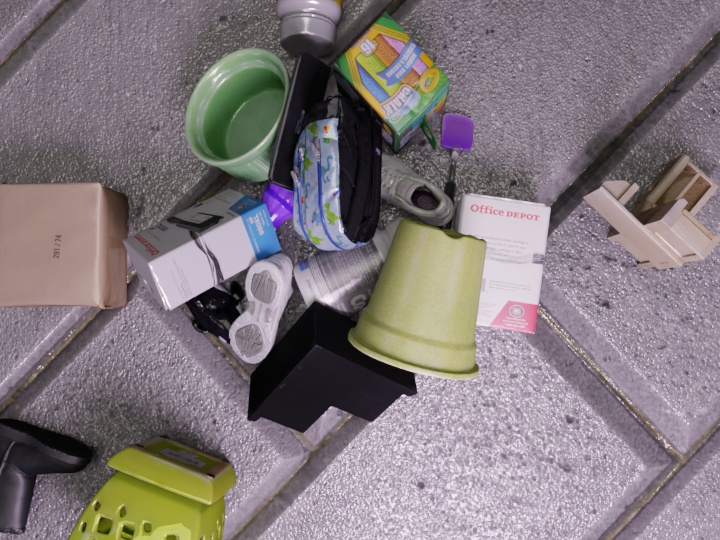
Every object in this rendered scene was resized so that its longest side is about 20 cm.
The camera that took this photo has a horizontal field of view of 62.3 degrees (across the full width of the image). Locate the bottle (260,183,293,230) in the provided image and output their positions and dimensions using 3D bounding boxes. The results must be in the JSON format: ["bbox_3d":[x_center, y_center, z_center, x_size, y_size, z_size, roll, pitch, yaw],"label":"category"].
[{"bbox_3d":[-0.108,-0.154,1.006,0.083,0.065,0.202,36,89,5],"label":"bottle"}]

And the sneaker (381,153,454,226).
[{"bbox_3d":[0.066,-0.145,0.978,0.197,0.099,0.076,29,94,12],"label":"sneaker"}]

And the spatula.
[{"bbox_3d":[0.157,-0.166,1.016,0.055,0.021,0.206,7,91,3],"label":"spatula"}]

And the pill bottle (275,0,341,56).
[{"bbox_3d":[-0.085,-0.477,1.001,0.111,0.114,0.206,1,87,2],"label":"pill bottle"}]

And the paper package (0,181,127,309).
[{"bbox_3d":[-0.497,-0.038,0.998,0.185,0.103,0.206,0,87,2],"label":"paper package"}]

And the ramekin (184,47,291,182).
[{"bbox_3d":[-0.178,-0.245,0.969,0.195,0.097,0.205,-8,70,22],"label":"ramekin"}]

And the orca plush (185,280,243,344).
[{"bbox_3d":[-0.257,0.038,0.998,0.103,0.071,0.204,-23,86,1],"label":"orca plush"}]

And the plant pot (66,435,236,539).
[{"bbox_3d":[-0.307,0.375,0.924,0.196,0.199,0.185,19,82,4],"label":"plant pot"}]

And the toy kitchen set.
[{"bbox_3d":[0.465,-0.127,0.912,0.163,0.200,0.181,42,89,4],"label":"toy kitchen set"}]

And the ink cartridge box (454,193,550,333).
[{"bbox_3d":[0.219,-0.011,0.974,0.141,0.084,0.206,8,88,3],"label":"ink cartridge box"}]

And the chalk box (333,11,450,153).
[{"bbox_3d":[0.067,-0.287,0.979,0.124,0.125,0.200,-43,87,0],"label":"chalk box"}]

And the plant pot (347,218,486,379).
[{"bbox_3d":[0.097,0.031,0.855,0.195,0.200,0.189,15,97,3],"label":"plant pot"}]

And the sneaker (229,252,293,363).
[{"bbox_3d":[-0.148,0.061,0.963,0.077,0.099,0.203,29,119,8],"label":"sneaker"}]

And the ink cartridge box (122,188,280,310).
[{"bbox_3d":[-0.246,-0.040,0.924,0.198,0.143,0.086,-31,121,-26],"label":"ink cartridge box"}]

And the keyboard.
[{"bbox_3d":[-0.083,-0.223,0.925,0.020,0.126,0.205,17,92,33],"label":"keyboard"}]

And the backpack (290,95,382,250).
[{"bbox_3d":[-0.031,-0.131,0.904,0.151,0.162,0.205,-16,80,23],"label":"backpack"}]

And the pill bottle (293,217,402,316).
[{"bbox_3d":[0.000,0.000,0.969,0.196,0.114,0.116,-26,86,1],"label":"pill bottle"}]

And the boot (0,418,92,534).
[{"bbox_3d":[-0.555,0.353,0.993,0.194,0.073,0.166,15,85,11],"label":"boot"}]

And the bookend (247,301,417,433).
[{"bbox_3d":[-0.047,0.181,0.956,0.197,0.093,0.199,27,122,-25],"label":"bookend"}]
